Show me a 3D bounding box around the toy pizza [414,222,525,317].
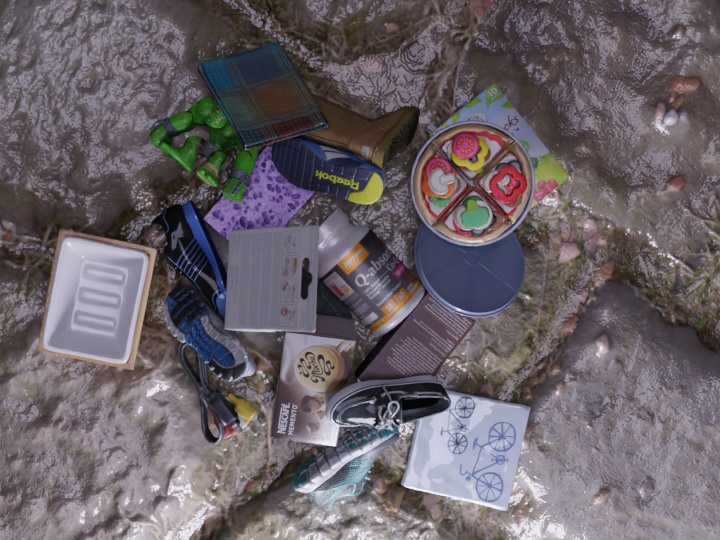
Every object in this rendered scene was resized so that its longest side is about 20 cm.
[{"bbox_3d":[0.180,-0.016,1.476,0.199,0.032,0.201,6,69,-16],"label":"toy pizza"}]

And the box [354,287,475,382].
[{"bbox_3d":[0.090,0.130,1.482,0.100,0.075,0.200,40,88,-6],"label":"box"}]

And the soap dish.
[{"bbox_3d":[-0.423,0.045,1.435,0.157,0.081,0.201,12,93,-5],"label":"soap dish"}]

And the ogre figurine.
[{"bbox_3d":[-0.238,-0.206,1.426,0.120,0.200,0.098,-52,140,-10],"label":"ogre figurine"}]

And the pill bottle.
[{"bbox_3d":[0.000,0.000,1.446,0.116,0.116,0.200,-44,96,0],"label":"pill bottle"}]

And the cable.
[{"bbox_3d":[-0.250,0.208,1.489,0.097,0.050,0.200,-38,83,14],"label":"cable"}]

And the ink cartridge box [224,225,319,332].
[{"bbox_3d":[-0.126,0.014,1.367,0.199,0.050,0.163,-1,85,38],"label":"ink cartridge box"}]

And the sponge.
[{"bbox_3d":[-0.153,-0.125,1.469,0.112,0.030,0.200,41,90,-7],"label":"sponge"}]

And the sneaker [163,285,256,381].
[{"bbox_3d":[-0.246,0.108,1.460,0.075,0.087,0.200,-44,72,5],"label":"sneaker"}]

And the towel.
[{"bbox_3d":[-0.155,-0.278,1.395,0.146,0.022,0.200,-20,58,-18],"label":"towel"}]

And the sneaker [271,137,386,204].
[{"bbox_3d":[-0.049,-0.166,1.431,0.199,0.082,0.074,23,119,10],"label":"sneaker"}]

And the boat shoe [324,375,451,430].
[{"bbox_3d":[0.046,0.218,1.403,0.198,0.068,0.074,-4,115,-16],"label":"boat shoe"}]

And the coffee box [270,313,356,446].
[{"bbox_3d":[-0.078,0.176,1.437,0.113,0.080,0.201,8,113,-6],"label":"coffee box"}]

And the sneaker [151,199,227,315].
[{"bbox_3d":[-0.272,-0.011,1.453,0.078,0.070,0.201,-23,89,2],"label":"sneaker"}]

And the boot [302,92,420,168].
[{"bbox_3d":[-0.019,-0.251,1.442,0.199,0.175,0.066,24,126,15],"label":"boot"}]

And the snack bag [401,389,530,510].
[{"bbox_3d":[0.179,0.305,1.524,0.199,0.021,0.189,12,92,-5],"label":"snack bag"}]

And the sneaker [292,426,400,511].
[{"bbox_3d":[-0.013,0.330,1.496,0.200,0.078,0.091,-32,111,2],"label":"sneaker"}]

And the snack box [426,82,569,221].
[{"bbox_3d":[0.227,-0.186,1.474,0.142,0.053,0.200,-39,89,-3],"label":"snack box"}]

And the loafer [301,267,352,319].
[{"bbox_3d":[-0.093,0.042,1.477,0.200,0.063,0.072,44,66,-9],"label":"loafer"}]

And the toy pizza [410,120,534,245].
[{"bbox_3d":[0.180,-0.140,1.426,0.199,0.032,0.201,0,93,5],"label":"toy pizza"}]
